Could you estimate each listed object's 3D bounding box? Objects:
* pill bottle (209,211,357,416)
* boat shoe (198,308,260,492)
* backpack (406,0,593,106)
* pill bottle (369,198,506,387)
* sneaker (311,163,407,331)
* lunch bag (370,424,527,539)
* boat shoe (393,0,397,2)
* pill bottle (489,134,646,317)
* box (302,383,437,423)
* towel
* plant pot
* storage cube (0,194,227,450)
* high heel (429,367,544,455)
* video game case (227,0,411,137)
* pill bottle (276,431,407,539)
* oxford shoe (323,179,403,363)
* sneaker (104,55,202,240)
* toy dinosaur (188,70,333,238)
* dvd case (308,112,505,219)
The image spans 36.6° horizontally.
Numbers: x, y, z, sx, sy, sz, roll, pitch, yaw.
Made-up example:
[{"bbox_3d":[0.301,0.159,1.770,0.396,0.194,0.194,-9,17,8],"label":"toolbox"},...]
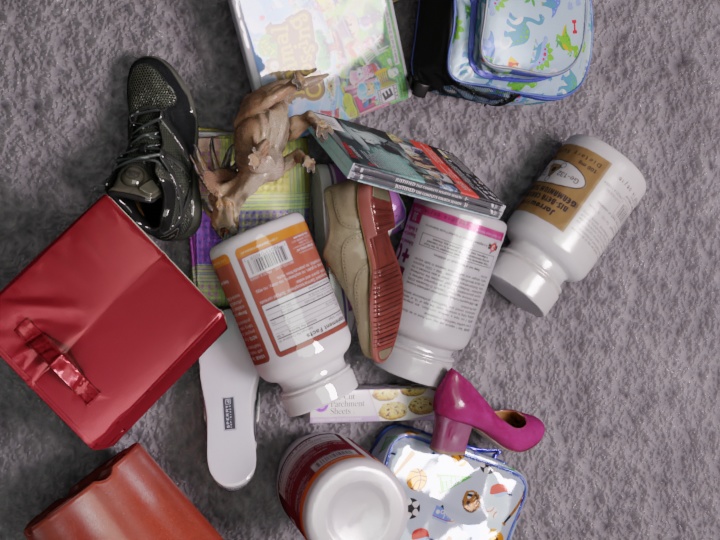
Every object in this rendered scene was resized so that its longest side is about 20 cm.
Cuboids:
[{"bbox_3d":[-0.078,0.048,1.179,0.111,0.112,0.202,-23,92,-13],"label":"pill bottle"},{"bbox_3d":[-0.143,0.146,1.223,0.071,0.068,0.202,-3,72,-8],"label":"boat shoe"},{"bbox_3d":[0.175,-0.278,1.236,0.198,0.146,0.185,5,90,-31],"label":"backpack"},{"bbox_3d":[0.085,0.023,1.250,0.112,0.113,0.202,17,94,-16],"label":"pill bottle"},{"bbox_3d":[0.005,-0.023,1.253,0.113,0.073,0.203,-2,93,-18],"label":"sneaker"},{"bbox_3d":[0.097,0.274,1.292,0.198,0.075,0.162,21,85,-15],"label":"lunch bag"},{"bbox_3d":[-0.022,-0.335,1.230,0.198,0.064,0.072,-5,94,-15],"label":"boat shoe"},{"bbox_3d":[0.238,-0.051,1.292,0.114,0.114,0.201,39,83,-14],"label":"pill bottle"},{"bbox_3d":[0.031,0.155,1.284,0.198,0.039,0.042,1,92,-16],"label":"box"},{"bbox_3d":[-0.127,-0.062,1.238,0.142,0.023,0.203,-3,94,-16],"label":"towel"},{"bbox_3d":[-0.238,0.304,1.147,0.200,0.201,0.196,-37,94,-11],"label":"plant pot"},{"bbox_3d":[-0.255,0.057,1.110,0.171,0.200,0.180,45,80,2],"label":"storage cube"},{"bbox_3d":[0.160,0.160,1.273,0.199,0.067,0.097,1,104,-48],"label":"high heel"},{"bbox_3d":[-0.044,-0.258,1.200,0.180,0.022,0.202,-22,117,-16],"label":"video game case"},{"bbox_3d":[-0.029,0.241,1.188,0.112,0.200,0.114,-1,93,-15],"label":"pill bottle"},{"bbox_3d":[0.000,0.000,1.188,0.074,0.070,0.203,-3,92,26],"label":"oxford shoe"},{"bbox_3d":[-0.221,-0.131,1.155,0.075,0.114,0.202,-4,91,13],"label":"sneaker"},{"bbox_3d":[-0.111,-0.142,1.158,0.086,0.135,0.202,38,65,-39],"label":"toy dinosaur"},{"bbox_3d":[0.048,-0.117,1.203,0.198,0.146,0.022,13,113,-31],"label":"dvd case"}]
